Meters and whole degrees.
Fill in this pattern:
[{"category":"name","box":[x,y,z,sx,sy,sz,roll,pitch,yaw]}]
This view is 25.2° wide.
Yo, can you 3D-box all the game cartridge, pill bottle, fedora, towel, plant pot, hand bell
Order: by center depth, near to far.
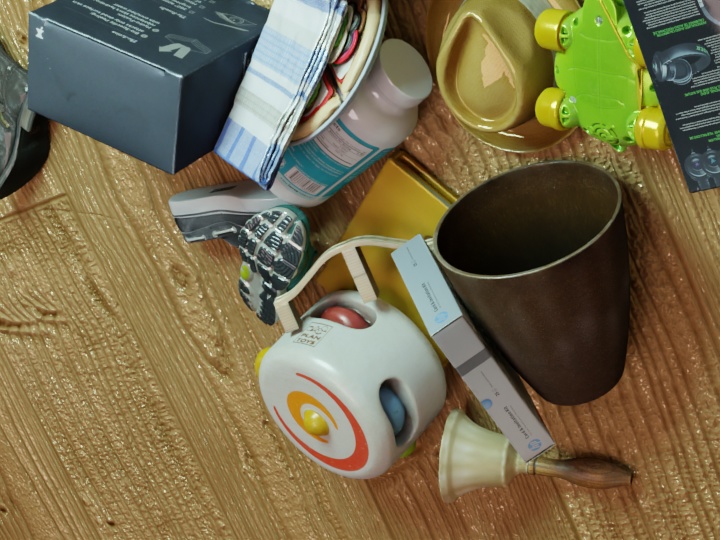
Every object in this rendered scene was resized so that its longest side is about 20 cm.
[{"category":"fedora","box":[0.129,-0.198,1.541,0.199,0.082,0.202,15,121,26]},{"category":"plant pot","box":[0.189,0.027,1.578,0.186,0.187,0.201,1,129,33]},{"category":"towel","box":[-0.083,-0.189,1.582,0.147,0.024,0.201,38,106,58]},{"category":"pill bottle","box":[-0.016,-0.155,1.645,0.200,0.111,0.111,-34,93,40]},{"category":"game cartridge","box":[0.060,-0.004,1.729,0.176,0.032,0.200,41,132,9]},{"category":"hand bell","box":[0.192,0.210,1.729,0.199,0.104,0.105,5,117,19]}]

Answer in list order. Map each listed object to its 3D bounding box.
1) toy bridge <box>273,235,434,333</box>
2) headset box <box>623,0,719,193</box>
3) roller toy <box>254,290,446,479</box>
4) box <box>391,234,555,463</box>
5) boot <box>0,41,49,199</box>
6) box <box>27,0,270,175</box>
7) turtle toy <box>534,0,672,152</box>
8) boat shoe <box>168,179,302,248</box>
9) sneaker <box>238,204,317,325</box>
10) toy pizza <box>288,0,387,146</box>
[{"category":"toy bridge","box":[0.000,0.000,1.683,0.199,0.027,0.068,-21,103,13]},{"category":"headset box","box":[0.320,-0.181,1.362,0.092,0.174,0.201,-11,107,37]},{"category":"roller toy","box":[-0.014,0.126,1.748,0.200,0.140,0.183,43,147,5]},{"category":"box","box":[0.113,0.077,1.616,0.041,0.156,0.200,-34,124,7]},{"category":"boot","box":[-0.452,-0.204,1.948,0.174,0.069,0.201,39,122,14]},{"category":"box","box":[-0.211,-0.217,1.684,0.196,0.200,0.118,24,126,22]},{"category":"turtle toy","box":[0.239,-0.203,1.452,0.145,0.101,0.201,18,122,39]},{"category":"boat shoe","box":[-0.132,-0.059,1.799,0.199,0.072,0.068,-4,110,38]},{"category":"sneaker","box":[-0.086,-0.019,1.752,0.077,0.080,0.200,41,153,10]},{"category":"toy pizza","box":[-0.045,-0.219,1.593,0.032,0.201,0.200,24,140,-31]}]
